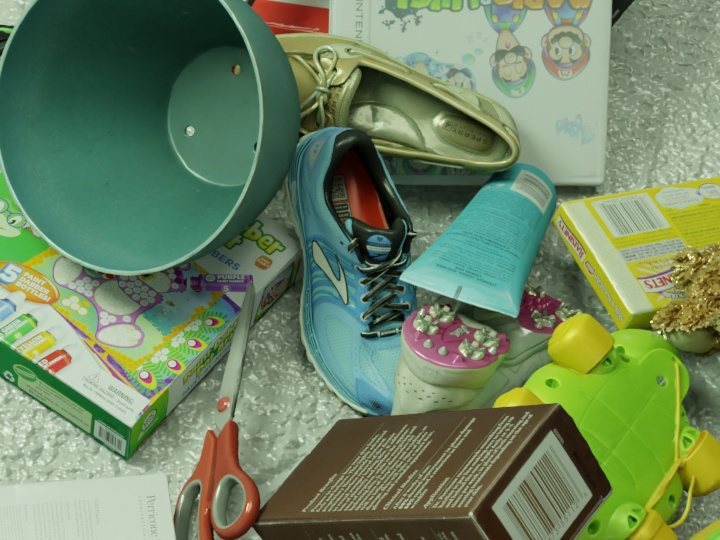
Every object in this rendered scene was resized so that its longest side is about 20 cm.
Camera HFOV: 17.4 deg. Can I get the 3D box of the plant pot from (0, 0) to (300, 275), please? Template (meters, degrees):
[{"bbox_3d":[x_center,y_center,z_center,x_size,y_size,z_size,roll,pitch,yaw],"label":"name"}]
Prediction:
[{"bbox_3d":[-0.118,-0.101,1.524,0.200,0.200,0.135,38,19,20],"label":"plant pot"}]

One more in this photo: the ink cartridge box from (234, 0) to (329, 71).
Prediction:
[{"bbox_3d":[-0.041,-0.216,1.747,0.161,0.050,0.200,8,50,-3],"label":"ink cartridge box"}]

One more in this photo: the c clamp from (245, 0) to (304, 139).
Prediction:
[{"bbox_3d":[-0.032,-0.166,1.668,0.171,0.027,0.200,37,90,4],"label":"c clamp"}]

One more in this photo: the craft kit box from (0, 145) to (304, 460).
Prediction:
[{"bbox_3d":[-0.171,0.001,1.561,0.200,0.049,0.198,31,51,15],"label":"craft kit box"}]

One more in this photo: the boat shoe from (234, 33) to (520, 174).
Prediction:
[{"bbox_3d":[0.012,-0.111,1.602,0.201,0.073,0.063,20,8,-5],"label":"boat shoe"}]

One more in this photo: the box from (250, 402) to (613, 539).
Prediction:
[{"bbox_3d":[0.039,0.140,1.393,0.100,0.200,0.075,-48,116,-33],"label":"box"}]

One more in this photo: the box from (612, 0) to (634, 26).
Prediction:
[{"bbox_3d":[0.105,-0.256,1.728,0.200,0.106,0.122,26,49,-13],"label":"box"}]

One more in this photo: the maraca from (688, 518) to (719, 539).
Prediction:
[{"bbox_3d":[0.262,0.201,1.425,0.200,0.137,0.107,-9,27,-23],"label":"maraca"}]

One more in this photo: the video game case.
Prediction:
[{"bbox_3d":[0.077,-0.151,1.651,0.200,0.182,0.024,0,9,-8],"label":"video game case"}]

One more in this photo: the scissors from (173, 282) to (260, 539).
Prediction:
[{"bbox_3d":[-0.092,0.098,1.488,0.014,0.073,0.200,30,40,-34],"label":"scissors"}]

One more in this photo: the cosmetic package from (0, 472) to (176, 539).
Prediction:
[{"bbox_3d":[-0.177,0.219,1.385,0.151,0.052,0.200,-4,53,-10],"label":"cosmetic package"}]

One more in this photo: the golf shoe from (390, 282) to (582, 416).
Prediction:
[{"bbox_3d":[0.078,0.061,1.527,0.075,0.092,0.200,31,24,27],"label":"golf shoe"}]

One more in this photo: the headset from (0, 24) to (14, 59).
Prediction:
[{"bbox_3d":[-0.265,-0.148,1.596,0.123,0.094,0.200,17,23,23],"label":"headset"}]

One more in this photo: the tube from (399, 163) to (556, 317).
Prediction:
[{"bbox_3d":[0.087,-0.018,1.554,0.077,0.050,0.200,14,23,11],"label":"tube"}]

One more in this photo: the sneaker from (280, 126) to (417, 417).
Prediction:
[{"bbox_3d":[0.000,0.000,1.530,0.078,0.090,0.200,-15,85,-21],"label":"sneaker"}]

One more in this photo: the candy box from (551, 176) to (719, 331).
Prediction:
[{"bbox_3d":[0.238,-0.017,1.625,0.200,0.026,0.102,-9,56,-30],"label":"candy box"}]

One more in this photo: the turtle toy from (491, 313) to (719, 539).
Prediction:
[{"bbox_3d":[0.153,0.106,1.491,0.146,0.101,0.200,45,53,-4],"label":"turtle toy"}]

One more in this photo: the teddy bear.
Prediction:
[{"bbox_3d":[0.267,-0.007,1.525,0.200,0.145,0.067,-31,100,-27],"label":"teddy bear"}]
